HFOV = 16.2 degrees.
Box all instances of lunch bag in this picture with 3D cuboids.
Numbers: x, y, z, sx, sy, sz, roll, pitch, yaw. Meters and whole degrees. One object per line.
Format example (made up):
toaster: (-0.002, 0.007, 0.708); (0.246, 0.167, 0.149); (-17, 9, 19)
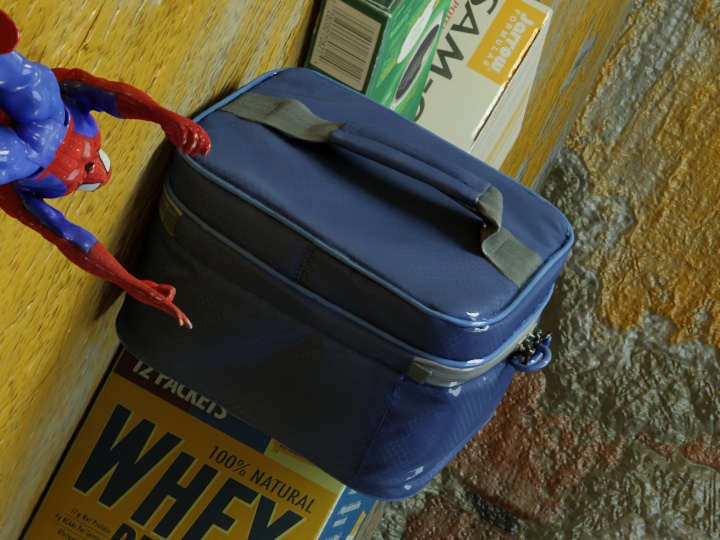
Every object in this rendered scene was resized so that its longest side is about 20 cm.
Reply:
lunch bag: (0.000, 0.000, 1.181); (0.136, 0.200, 0.132); (-44, 158, -52)

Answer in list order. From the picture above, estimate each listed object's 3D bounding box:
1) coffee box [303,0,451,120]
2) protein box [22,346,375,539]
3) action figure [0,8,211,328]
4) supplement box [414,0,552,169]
coffee box: (0.006, -0.118, 1.393); (0.123, 0.044, 0.200); (-56, 170, -36)
protein box: (-0.081, 0.134, 1.357); (0.200, 0.135, 0.199); (-62, 172, 1)
action figure: (-0.092, -0.035, 0.848); (0.065, 0.099, 0.200); (-61, 175, -1)
supplement box: (0.059, -0.099, 1.700); (0.126, 0.073, 0.200); (-59, 172, -20)
